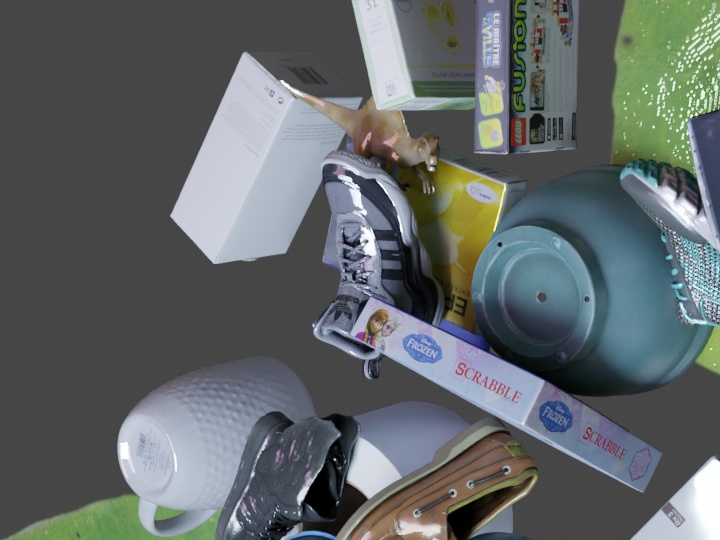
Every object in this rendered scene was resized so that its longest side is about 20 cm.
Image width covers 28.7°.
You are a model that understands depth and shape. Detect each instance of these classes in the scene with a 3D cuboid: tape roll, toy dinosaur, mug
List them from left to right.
[{"bbox_3d":[-0.163,0.194,1.455,0.148,0.175,0.200,40,120,29],"label":"mug"},{"bbox_3d":[0.014,-0.114,1.265,0.200,0.058,0.101,28,131,40],"label":"toy dinosaur"},{"bbox_3d":[0.024,0.233,1.326,0.203,0.139,0.203,8,102,40],"label":"tape roll"}]

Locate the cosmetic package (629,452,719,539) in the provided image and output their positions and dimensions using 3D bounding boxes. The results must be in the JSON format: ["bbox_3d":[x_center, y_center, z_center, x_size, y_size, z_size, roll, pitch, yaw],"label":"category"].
[{"bbox_3d":[0.280,0.243,1.147,0.113,0.081,0.200,48,122,23],"label":"cosmetic package"}]

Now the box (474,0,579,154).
[{"bbox_3d":[0.141,-0.200,1.183,0.035,0.110,0.200,7,100,40],"label":"box"}]

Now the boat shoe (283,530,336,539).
[{"bbox_3d":[-0.070,0.306,1.270,0.084,0.069,0.200,30,132,-7],"label":"boat shoe"}]

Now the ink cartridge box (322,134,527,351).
[{"bbox_3d":[0.051,-0.019,1.329,0.198,0.047,0.200,25,110,37],"label":"ink cartridge box"}]

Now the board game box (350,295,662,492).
[{"bbox_3d":[0.122,0.103,1.171,0.200,0.199,0.041,26,86,43],"label":"board game box"}]

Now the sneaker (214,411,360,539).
[{"bbox_3d":[-0.065,0.207,1.267,0.104,0.060,0.200,29,111,39],"label":"sneaker"}]

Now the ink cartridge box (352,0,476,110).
[{"bbox_3d":[0.049,-0.240,1.232,0.048,0.145,0.200,-15,86,38],"label":"ink cartridge box"}]

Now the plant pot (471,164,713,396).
[{"bbox_3d":[0.177,0.015,1.168,0.200,0.134,0.201,6,100,39],"label":"plant pot"}]

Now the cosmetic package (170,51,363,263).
[{"bbox_3d":[-0.094,-0.111,1.399,0.085,0.108,0.200,45,121,27],"label":"cosmetic package"}]

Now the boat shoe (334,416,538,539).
[{"bbox_3d":[0.057,0.207,1.164,0.200,0.072,0.068,-42,53,1],"label":"boat shoe"}]

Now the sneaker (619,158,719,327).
[{"bbox_3d":[0.266,-0.001,1.083,0.200,0.078,0.091,42,115,0],"label":"sneaker"}]

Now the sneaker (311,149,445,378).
[{"bbox_3d":[0.000,0.000,1.230,0.075,0.114,0.200,3,129,43],"label":"sneaker"}]

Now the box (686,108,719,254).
[{"bbox_3d":[0.358,-0.086,0.991,0.200,0.148,0.104,-16,87,42],"label":"box"}]

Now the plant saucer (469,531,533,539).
[{"bbox_3d":[0.167,0.292,1.179,0.027,0.200,0.200,-49,65,18],"label":"plant saucer"}]
